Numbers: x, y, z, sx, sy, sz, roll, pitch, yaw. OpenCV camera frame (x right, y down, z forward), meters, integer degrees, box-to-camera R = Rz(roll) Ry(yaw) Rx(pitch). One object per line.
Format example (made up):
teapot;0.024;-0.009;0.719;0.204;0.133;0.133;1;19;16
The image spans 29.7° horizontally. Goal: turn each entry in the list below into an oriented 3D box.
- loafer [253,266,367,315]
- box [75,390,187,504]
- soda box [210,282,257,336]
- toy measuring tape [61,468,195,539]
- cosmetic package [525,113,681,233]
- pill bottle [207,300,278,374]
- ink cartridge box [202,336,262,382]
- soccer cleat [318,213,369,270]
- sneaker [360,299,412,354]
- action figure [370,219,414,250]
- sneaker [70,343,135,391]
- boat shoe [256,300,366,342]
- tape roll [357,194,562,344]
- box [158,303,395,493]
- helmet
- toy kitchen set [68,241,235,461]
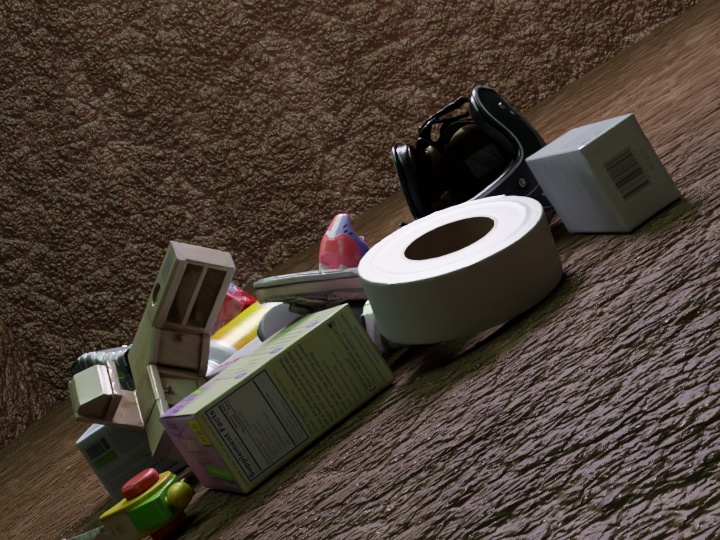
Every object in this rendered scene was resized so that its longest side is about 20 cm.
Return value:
loafer;-0.021;0.028;1.536;0.199;0.063;0.072;-7;1;-21
box;-0.282;0.214;1.793;0.112;0.102;0.200;-33;6;6
soda box;-0.219;0.117;1.932;0.201;0.070;0.063;-63;-20;11
toy measuring tape;-0.236;0.252;1.404;0.199;0.074;0.074;-29;7;37
cosmetic package;0.254;-0.099;1.445;0.071;0.102;0.200;-33;6;-7
pill bottle;-0.153;0.119;1.828;0.109;0.110;0.200;-28;8;44
ink cartridge box;-0.086;0.107;1.694;0.200;0.084;0.145;-37;6;-30
soccer cleat;0.000;0.000;1.767;0.066;0.200;0.077;6;68;24
sneaker;0.082;0.043;1.504;0.088;0.077;0.200;8;28;30
action figure;0.076;-0.017;1.761;0.119;0.102;0.200;-37;0;19
sneaker;-0.294;0.121;1.826;0.199;0.075;0.115;-13;13;43
boat shoe;-0.025;0.059;1.601;0.199;0.072;0.068;-11;-6;-13
tape roll;0.101;-0.004;1.375;0.201;0.071;0.203;-20;18;6
box;-0.091;0.135;1.427;0.199;0.097;0.176;-35;6;-21
helmet;0.147;-0.102;1.633;0.199;0.192;0.200;-25;-16;-8
toy kitchen set;-0.236;0.091;1.589;0.181;0.162;0.200;-65;29;25
